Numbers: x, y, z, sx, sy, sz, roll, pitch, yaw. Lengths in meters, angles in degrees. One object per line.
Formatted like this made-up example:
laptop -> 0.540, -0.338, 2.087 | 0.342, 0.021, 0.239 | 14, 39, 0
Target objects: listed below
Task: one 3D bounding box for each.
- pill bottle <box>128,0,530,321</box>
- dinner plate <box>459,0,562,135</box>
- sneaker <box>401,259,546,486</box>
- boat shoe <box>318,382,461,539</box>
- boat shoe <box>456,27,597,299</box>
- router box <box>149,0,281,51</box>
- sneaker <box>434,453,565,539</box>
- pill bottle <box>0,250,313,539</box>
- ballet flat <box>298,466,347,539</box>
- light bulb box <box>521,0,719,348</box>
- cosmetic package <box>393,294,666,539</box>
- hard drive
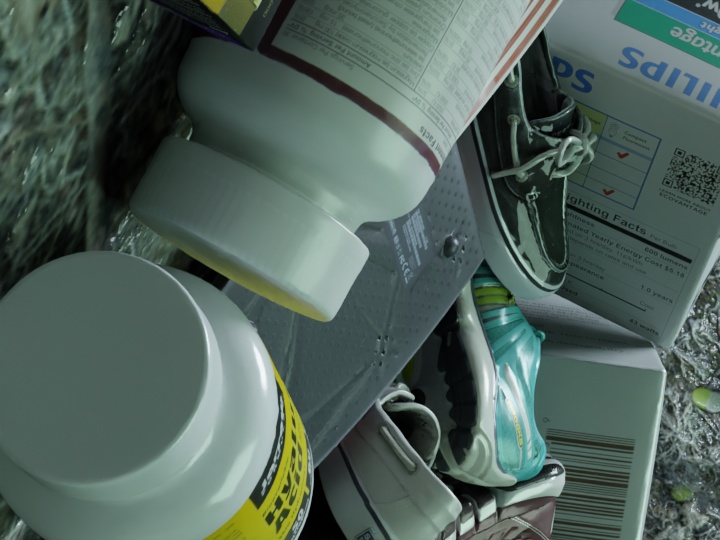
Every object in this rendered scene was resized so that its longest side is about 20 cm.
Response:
pill bottle -> -0.004, -0.089, 0.721 | 0.201, 0.109, 0.110 | -61, 167, -7
dinner plate -> 0.070, -0.120, 0.851 | 0.201, 0.024, 0.200 | -54, 177, -4
sneaker -> 0.064, 0.032, 1.073 | 0.077, 0.079, 0.201 | -31, -126, 43
boat shoe -> 0.010, 0.092, 0.996 | 0.066, 0.072, 0.200 | -34, -162, 4
boat shoe -> 0.094, -0.075, 1.022 | 0.074, 0.068, 0.200 | -44, 125, -53
router box -> -0.027, -0.182, 0.569 | 0.201, 0.052, 0.157 | -63, 168, -1
sneaker -> 0.034, 0.181, 1.065 | 0.199, 0.076, 0.116 | -14, 114, -23
pill bottle -> -0.082, 0.062, 0.709 | 0.112, 0.111, 0.200 | -60, 167, -13
ballet flat -> -0.032, 0.156, 0.973 | 0.066, 0.200, 0.057 | 8, 130, -32
light bulb box -> 0.147, -0.091, 1.126 | 0.125, 0.197, 0.200 | -56, 167, -37
cosmetic package -> 0.097, 0.106, 1.211 | 0.200, 0.165, 0.168 | -80, 176, -78
hard drive -> -0.015, 0.005, 0.905 | 0.200, 0.042, 0.135 | -48, 136, -34
